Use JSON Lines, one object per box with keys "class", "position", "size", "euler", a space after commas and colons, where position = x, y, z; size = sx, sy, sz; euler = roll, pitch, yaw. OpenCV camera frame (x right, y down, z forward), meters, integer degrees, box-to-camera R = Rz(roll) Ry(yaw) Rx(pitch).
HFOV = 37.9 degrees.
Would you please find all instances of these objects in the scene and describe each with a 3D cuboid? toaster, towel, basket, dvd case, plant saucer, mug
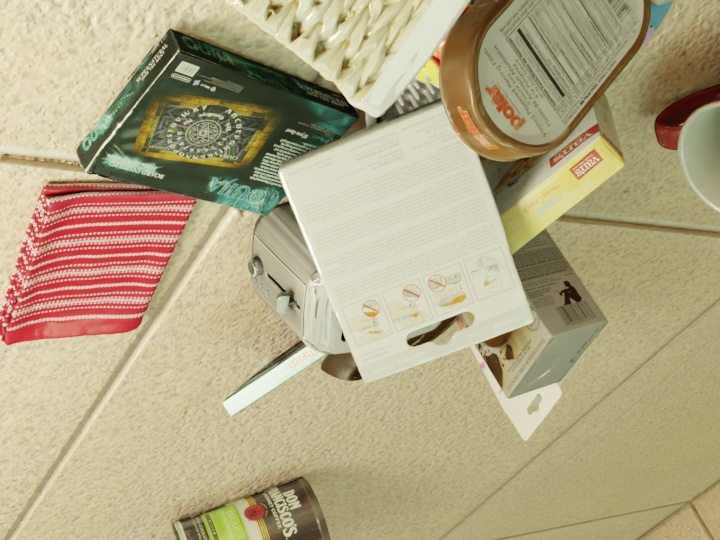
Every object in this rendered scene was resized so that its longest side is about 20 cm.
{"class": "toaster", "position": [0.000, 0.000, 0.996], "size": [0.198, 0.129, 0.114], "euler": [-9, 126, -26]}
{"class": "towel", "position": [-0.236, -0.004, 0.935], "size": [0.144, 0.023, 0.200], "euler": [-4, 143, -35]}
{"class": "basket", "position": [0.006, -0.220, 0.627], "size": [0.123, 0.136, 0.200], "euler": [29, 107, -32]}
{"class": "dvd case", "position": [-0.059, 0.087, 1.119], "size": [0.145, 0.022, 0.200], "euler": [-34, -178, 13]}
{"class": "plant saucer", "position": [0.046, 0.075, 1.220], "size": [0.199, 0.032, 0.200], "euler": [-29, 166, -8]}
{"class": "mug", "position": [0.416, -0.169, 1.071], "size": [0.200, 0.177, 0.134], "euler": [-39, 154, -31]}

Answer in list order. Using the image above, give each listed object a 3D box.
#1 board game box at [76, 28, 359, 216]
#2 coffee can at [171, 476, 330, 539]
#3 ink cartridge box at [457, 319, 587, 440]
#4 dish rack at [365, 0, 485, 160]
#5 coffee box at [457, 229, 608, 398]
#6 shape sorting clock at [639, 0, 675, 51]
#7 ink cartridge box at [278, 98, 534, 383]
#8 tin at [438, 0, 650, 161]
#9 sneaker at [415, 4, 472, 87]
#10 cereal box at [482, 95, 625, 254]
{"class": "board game box", "position": [-0.112, -0.112, 0.855], "size": [0.135, 0.028, 0.199], "euler": [-43, 147, 27]}
{"class": "coffee can", "position": [-0.154, 0.398, 1.500], "size": [0.198, 0.147, 0.147], "euler": [-16, 149, -17]}
{"class": "ink cartridge box", "position": [0.189, 0.082, 1.225], "size": [0.067, 0.201, 0.117], "euler": [-10, 147, -25]}
{"class": "dish rack", "position": [0.076, -0.160, 0.917], "size": [0.170, 0.044, 0.201], "euler": [-22, 150, -9]}
{"class": "coffee box", "position": [0.152, 0.013, 1.087], "size": [0.079, 0.201, 0.113], "euler": [-12, 147, -29]}
{"class": "shape sorting clock", "position": [0.188, -0.242, 0.824], "size": [0.199, 0.039, 0.201], "euler": [-19, 129, -24]}
{"class": "ink cartridge box", "position": [0.040, -0.025, 0.884], "size": [0.159, 0.201, 0.047], "euler": [-21, -167, 6]}
{"class": "tin", "position": [0.136, -0.166, 0.748], "size": [0.200, 0.112, 0.042], "euler": [-50, -160, -20]}
{"class": "sneaker", "position": [0.033, -0.178, 0.761], "size": [0.198, 0.090, 0.079], "euler": [9, 98, -20]}
{"class": "cereal box", "position": [0.169, -0.097, 0.964], "size": [0.144, 0.200, 0.040], "euler": [-40, 103, 22]}
